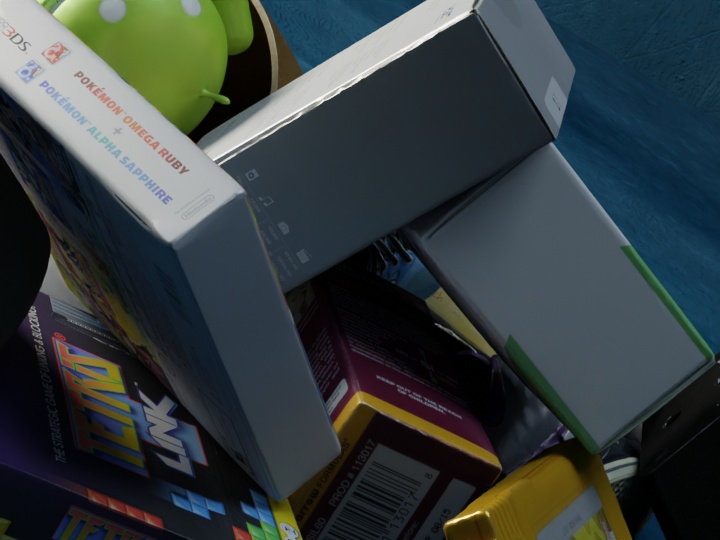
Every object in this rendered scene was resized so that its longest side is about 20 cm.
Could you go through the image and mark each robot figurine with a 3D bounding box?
[{"bbox_3d":[-0.147,-0.138,1.237,0.175,0.116,0.200,-11,39,-25],"label":"robot figurine"}]

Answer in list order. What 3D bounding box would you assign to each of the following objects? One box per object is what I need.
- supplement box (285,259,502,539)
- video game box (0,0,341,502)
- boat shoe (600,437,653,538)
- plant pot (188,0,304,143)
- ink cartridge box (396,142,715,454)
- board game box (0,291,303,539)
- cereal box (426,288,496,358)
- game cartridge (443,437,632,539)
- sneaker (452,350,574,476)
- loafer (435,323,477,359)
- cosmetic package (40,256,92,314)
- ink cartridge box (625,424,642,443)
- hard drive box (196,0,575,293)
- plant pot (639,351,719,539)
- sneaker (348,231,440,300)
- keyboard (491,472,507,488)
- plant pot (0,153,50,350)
[{"bbox_3d":[-0.009,0.082,1.154,0.086,0.110,0.200,27,17,-20],"label":"supplement box"},{"bbox_3d":[-0.096,-0.011,0.994,0.182,0.047,0.200,39,-20,33],"label":"video game box"},{"bbox_3d":[0.144,0.134,1.367,0.062,0.075,0.200,31,10,15],"label":"boat shoe"},{"bbox_3d":[-0.096,-0.079,1.389,0.186,0.187,0.200,41,4,27],"label":"plant pot"},{"bbox_3d":[0.092,0.001,1.185,0.146,0.084,0.200,51,0,-10],"label":"ink cartridge box"},{"bbox_3d":[-0.117,0.087,1.032,0.165,0.057,0.200,27,17,-24],"label":"board game box"},{"bbox_3d":[0.063,0.020,1.512,0.144,0.040,0.200,38,0,18],"label":"cereal box"},{"bbox_3d":[0.107,0.180,1.061,0.177,0.032,0.200,69,19,1],"label":"game cartridge"},{"bbox_3d":[0.101,0.071,1.326,0.200,0.074,0.088,-39,104,-52],"label":"sneaker"},{"bbox_3d":[0.056,0.075,1.377,0.076,0.068,0.200,42,18,30],"label":"loafer"},{"bbox_3d":[-0.190,-0.044,1.239,0.051,0.083,0.200,18,21,-36],"label":"cosmetic package"},{"bbox_3d":[0.172,0.064,1.593,0.200,0.042,0.119,42,-13,35],"label":"ink cartridge box"},{"bbox_3d":[0.002,-0.068,1.135,0.077,0.200,0.156,57,18,-10],"label":"hard drive box"},{"bbox_3d":[0.271,0.127,1.316,0.177,0.200,0.200,47,15,-4],"label":"plant pot"},{"bbox_3d":[0.000,0.000,1.297,0.079,0.200,0.090,64,-24,-5],"label":"sneaker"},{"bbox_3d":[0.100,0.160,1.199,0.200,0.021,0.127,45,16,-28],"label":"keyboard"},{"bbox_3d":[-0.235,-0.029,0.973,0.175,0.200,0.200,45,8,-30],"label":"plant pot"}]
